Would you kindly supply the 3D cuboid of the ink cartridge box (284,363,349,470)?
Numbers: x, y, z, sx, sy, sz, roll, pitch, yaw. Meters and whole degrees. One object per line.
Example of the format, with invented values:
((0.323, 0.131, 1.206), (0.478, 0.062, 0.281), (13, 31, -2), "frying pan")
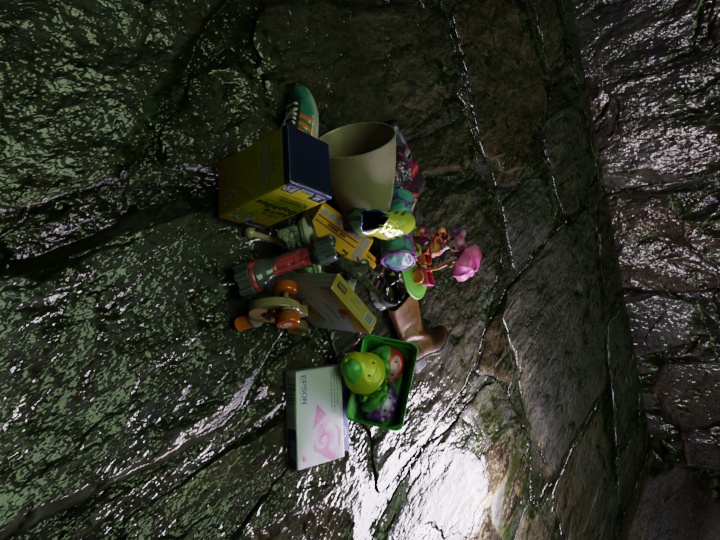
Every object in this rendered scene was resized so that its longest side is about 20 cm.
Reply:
((-0.079, 0.307, 1.297), (0.198, 0.043, 0.201), (1, 85, -49), "ink cartridge box")

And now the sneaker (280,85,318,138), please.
((-0.136, -0.292, 1.259), (0.079, 0.071, 0.205), (0, 82, -46), "sneaker")

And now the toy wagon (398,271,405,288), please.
((0.113, -0.061, 1.548), (0.155, 0.039, 0.204), (41, 50, -51), "toy wagon")

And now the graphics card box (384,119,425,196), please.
((0.089, -0.267, 1.547), (0.202, 0.050, 0.126), (58, 47, -28), "graphics card box")

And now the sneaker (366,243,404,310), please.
((0.050, 0.004, 1.445), (0.074, 0.086, 0.203), (-43, 118, -43), "sneaker")

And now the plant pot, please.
((0.004, -0.201, 1.357), (0.188, 0.184, 0.203), (-47, 136, -41), "plant pot")

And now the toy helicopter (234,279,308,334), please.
((-0.160, 0.095, 1.177), (0.200, 0.130, 0.080), (53, 26, -65), "toy helicopter")

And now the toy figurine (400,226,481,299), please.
((0.206, -0.042, 1.480), (0.149, 0.181, 0.205), (9, 74, -59), "toy figurine")

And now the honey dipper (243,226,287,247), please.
((-0.156, -0.056, 1.239), (0.198, 0.037, 0.039), (18, 73, -47), "honey dipper")

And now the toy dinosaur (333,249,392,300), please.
((0.000, 0.000, 1.266), (0.088, 0.199, 0.048), (-22, 145, -61), "toy dinosaur")

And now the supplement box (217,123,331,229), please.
((-0.160, -0.164, 1.106), (0.108, 0.198, 0.112), (14, 65, -48), "supplement box")

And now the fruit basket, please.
((0.038, 0.243, 1.354), (0.215, 0.152, 0.220), (9, 90, -77), "fruit basket")

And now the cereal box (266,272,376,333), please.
((-0.080, 0.062, 1.193), (0.144, 0.198, 0.040), (50, 56, -34), "cereal box")

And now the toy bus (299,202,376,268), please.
((-0.041, -0.073, 1.329), (0.199, 0.065, 0.079), (34, 88, -34), "toy bus")

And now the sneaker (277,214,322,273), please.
((-0.124, -0.017, 1.235), (0.077, 0.087, 0.203), (-101, -178, -59), "sneaker")

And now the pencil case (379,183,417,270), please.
((0.092, -0.101, 1.434), (0.085, 0.091, 0.203), (52, 34, -50), "pencil case")

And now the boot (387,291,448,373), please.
((0.151, 0.134, 1.574), (0.187, 0.068, 0.203), (-34, 117, -33), "boot")

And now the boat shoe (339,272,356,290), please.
((-0.044, 0.034, 1.302), (0.200, 0.062, 0.072), (-90, -165, -86), "boat shoe")

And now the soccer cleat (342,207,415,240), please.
((0.053, -0.102, 1.301), (0.197, 0.083, 0.066), (-1, 87, -38), "soccer cleat")

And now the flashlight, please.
((-0.140, -0.010, 1.139), (0.068, 0.196, 0.069), (70, 2, -72), "flashlight")
